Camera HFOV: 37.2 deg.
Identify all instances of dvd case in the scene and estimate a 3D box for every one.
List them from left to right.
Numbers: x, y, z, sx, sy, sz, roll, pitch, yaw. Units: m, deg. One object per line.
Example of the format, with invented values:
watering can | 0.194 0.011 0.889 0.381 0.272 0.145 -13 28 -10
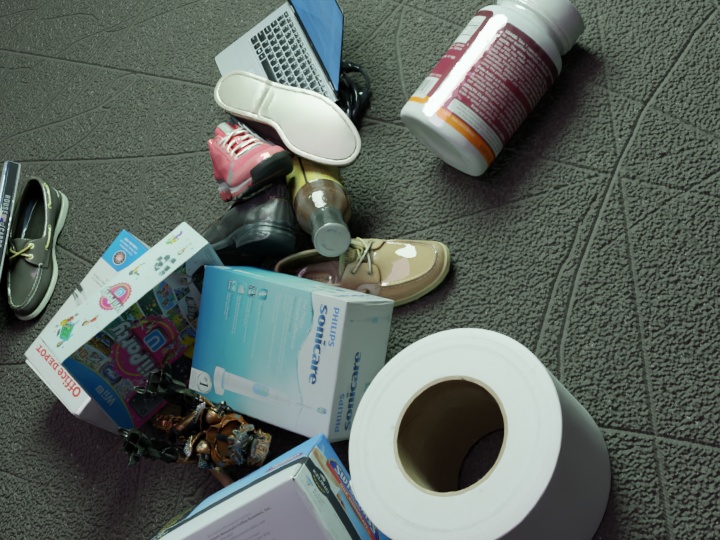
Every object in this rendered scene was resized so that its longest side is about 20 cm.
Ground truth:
dvd case | -0.501 -0.028 1.466 0.150 0.025 0.200 132 145 -54

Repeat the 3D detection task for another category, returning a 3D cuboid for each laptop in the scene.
laptop | -0.104 -0.278 1.291 0.200 0.116 0.187 -34 56 14

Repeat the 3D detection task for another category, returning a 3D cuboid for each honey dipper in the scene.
honey dipper | -0.186 0.196 1.197 0.038 0.038 0.200 -50 55 -2

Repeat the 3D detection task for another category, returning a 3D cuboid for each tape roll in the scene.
tape roll | 0.108 0.169 0.959 0.202 0.139 0.203 -14 58 24

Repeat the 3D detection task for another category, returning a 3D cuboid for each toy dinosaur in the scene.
toy dinosaur | -0.172 0.172 1.109 0.200 0.136 0.102 -29 46 45

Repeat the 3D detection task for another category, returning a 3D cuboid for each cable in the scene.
cable | -0.087 -0.195 1.348 0.200 0.051 0.163 13 77 33

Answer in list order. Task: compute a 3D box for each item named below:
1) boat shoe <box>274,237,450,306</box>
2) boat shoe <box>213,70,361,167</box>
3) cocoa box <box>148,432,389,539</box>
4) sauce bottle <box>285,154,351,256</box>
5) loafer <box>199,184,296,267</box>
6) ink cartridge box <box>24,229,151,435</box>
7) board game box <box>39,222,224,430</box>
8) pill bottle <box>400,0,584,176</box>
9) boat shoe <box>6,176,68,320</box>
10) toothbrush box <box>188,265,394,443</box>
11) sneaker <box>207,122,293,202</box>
boat shoe | 0.000 0.000 1.167 0.200 0.065 0.071 -12 59 26
boat shoe | -0.076 -0.169 1.228 0.200 0.063 0.073 28 84 22
cocoa box | -0.095 0.268 1.005 0.200 0.131 0.133 -31 92 14
sauce bottle | -0.046 -0.077 1.196 0.065 0.065 0.200 -35 28 11
loafer | -0.135 -0.047 1.247 0.200 0.073 0.072 -11 67 50
ink cartridge box | -0.289 0.074 1.292 0.146 0.084 0.200 36 87 40
board game box | -0.228 0.066 1.186 0.200 0.148 0.064 -41 45 -14
pill bottle | 0.146 -0.213 1.164 0.114 0.114 0.200 35 85 40
boat shoe | -0.454 -0.032 1.464 0.072 0.061 0.201 -7 62 17
toothbrush box | -0.076 0.082 1.124 0.200 0.085 0.147 12 96 37
sneaker | -0.142 -0.130 1.234 0.074 0.087 0.200 -30 9 -18
